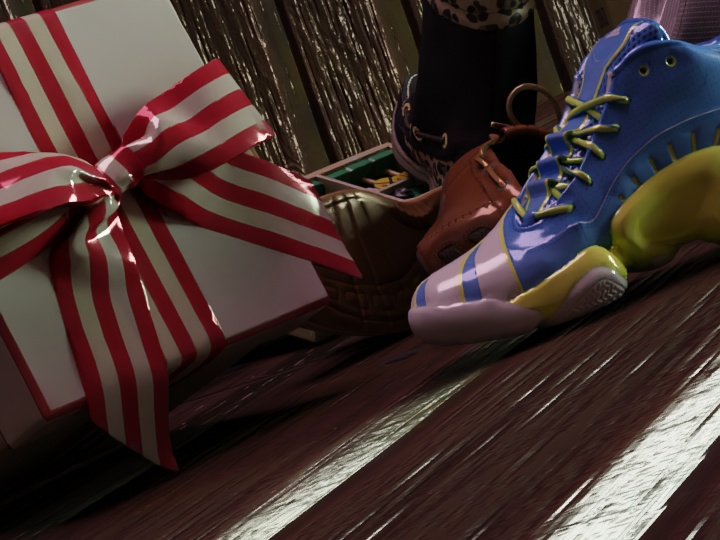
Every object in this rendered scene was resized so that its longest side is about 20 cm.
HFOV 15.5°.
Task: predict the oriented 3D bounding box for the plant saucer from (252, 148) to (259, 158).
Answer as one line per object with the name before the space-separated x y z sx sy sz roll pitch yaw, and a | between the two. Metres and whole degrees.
plant saucer | -0.146 -0.014 1.605 0.199 0.201 0.035 -21 46 -7

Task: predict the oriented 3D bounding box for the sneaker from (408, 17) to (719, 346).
sneaker | 0.094 -0.042 1.091 0.199 0.106 0.076 -22 5 -27

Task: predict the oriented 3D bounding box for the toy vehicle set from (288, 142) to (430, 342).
toy vehicle set | -0.004 -0.019 1.446 0.124 0.027 0.200 17 29 38

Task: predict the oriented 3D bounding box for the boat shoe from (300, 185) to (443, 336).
boat shoe | 0.000 0.000 1.282 0.069 0.074 0.200 -20 -6 34

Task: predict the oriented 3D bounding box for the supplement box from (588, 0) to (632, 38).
supplement box | 0.200 -0.231 1.426 0.199 0.201 0.134 -20 3 4

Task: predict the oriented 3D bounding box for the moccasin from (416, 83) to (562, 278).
moccasin | 0.075 -0.036 1.221 0.078 0.074 0.201 -45 -3 16

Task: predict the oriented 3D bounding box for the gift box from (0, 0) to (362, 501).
gift box | -0.127 0.003 1.121 0.184 0.200 0.187 -29 -6 -42

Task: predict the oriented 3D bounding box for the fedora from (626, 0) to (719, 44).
fedora | 0.181 -0.130 1.232 0.177 0.090 0.201 122 171 -66

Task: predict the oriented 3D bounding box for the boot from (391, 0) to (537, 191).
boot | 0.060 -0.118 1.440 0.073 0.155 0.204 -3 24 -6
